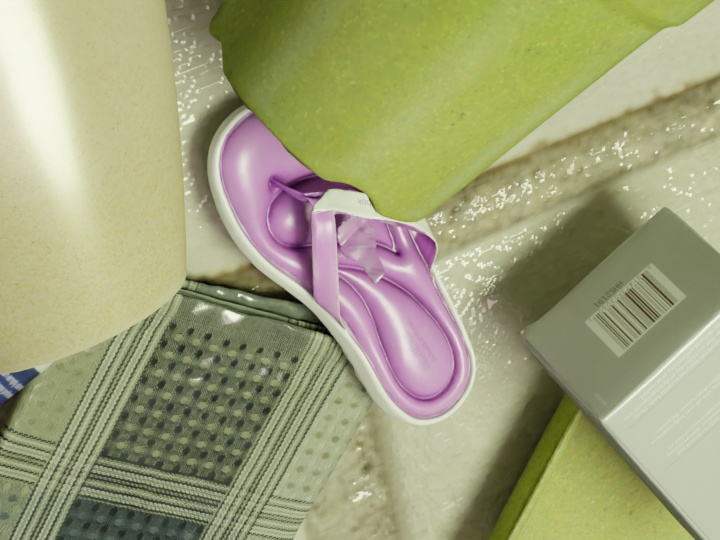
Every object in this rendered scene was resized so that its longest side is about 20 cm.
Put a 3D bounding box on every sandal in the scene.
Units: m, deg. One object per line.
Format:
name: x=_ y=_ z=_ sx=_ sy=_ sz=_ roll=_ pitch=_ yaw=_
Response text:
sandal: x=0.005 y=-0.006 z=1.149 sx=0.083 sy=0.050 sz=0.203 roll=-50 pitch=123 yaw=-17

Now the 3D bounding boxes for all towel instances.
towel: x=-0.099 y=0.092 z=1.188 sx=0.192 sy=0.035 sz=0.200 roll=18 pitch=111 yaw=-35

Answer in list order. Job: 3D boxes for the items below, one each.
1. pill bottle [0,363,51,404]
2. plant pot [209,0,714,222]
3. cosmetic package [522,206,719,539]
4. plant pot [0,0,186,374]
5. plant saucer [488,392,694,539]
pill bottle: x=-0.194 y=0.015 z=1.015 sx=0.200 sy=0.120 sz=0.120 roll=-38 pitch=131 yaw=-5
plant pot: x=0.039 y=-0.129 z=1.036 sx=0.200 sy=0.201 sz=0.184 roll=27 pitch=116 yaw=-40
cosmetic package: x=0.184 y=0.073 z=1.243 sx=0.107 sy=0.090 sz=0.200 roll=-42 pitch=134 yaw=-1
plant pot: x=-0.144 y=-0.070 z=0.893 sx=0.187 sy=0.187 sz=0.201 roll=-25 pitch=106 yaw=-15
plant saucer: x=0.169 y=0.108 z=1.342 sx=0.199 sy=0.048 sz=0.201 roll=13 pitch=112 yaw=-36
